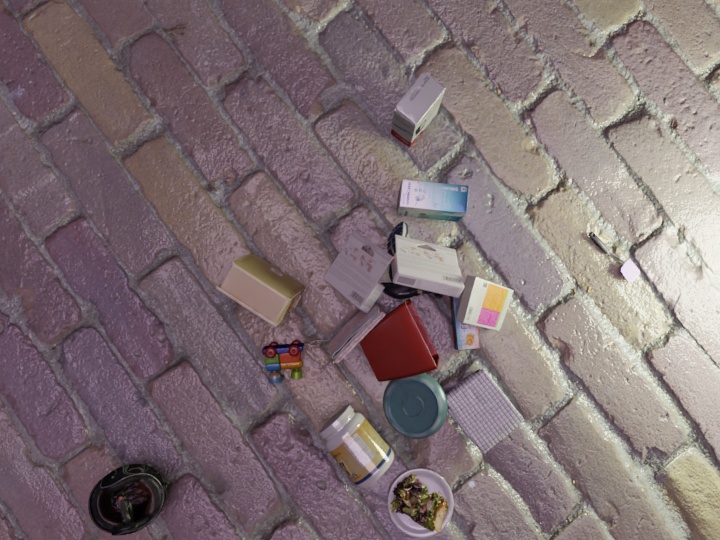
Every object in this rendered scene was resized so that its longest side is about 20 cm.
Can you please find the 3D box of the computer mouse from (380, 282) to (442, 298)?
[{"bbox_3d":[0.153,0.067,1.624,0.198,0.140,0.047,3,94,0],"label":"computer mouse"}]

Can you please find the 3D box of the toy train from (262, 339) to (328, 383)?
[{"bbox_3d":[-0.189,0.273,1.641,0.198,0.085,0.117,-4,96,0],"label":"toy train"}]

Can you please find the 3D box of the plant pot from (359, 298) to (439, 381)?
[{"bbox_3d":[0.106,0.215,1.594,0.175,0.200,0.201,-27,86,9],"label":"plant pot"}]

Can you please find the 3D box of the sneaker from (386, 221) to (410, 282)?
[{"bbox_3d":[0.134,-0.049,1.669,0.085,0.077,0.202,15,68,-31],"label":"sneaker"}]

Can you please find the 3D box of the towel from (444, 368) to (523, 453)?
[{"bbox_3d":[0.359,0.410,1.624,0.165,0.086,0.200,-40,82,5],"label":"towel"}]

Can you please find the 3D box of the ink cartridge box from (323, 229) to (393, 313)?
[{"bbox_3d":[0.000,0.000,1.607,0.200,0.045,0.177,38,96,43],"label":"ink cartridge box"}]

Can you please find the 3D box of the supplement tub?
[{"bbox_3d":[-0.014,0.507,1.587,0.144,0.144,0.200,-41,86,-3],"label":"supplement tub"}]

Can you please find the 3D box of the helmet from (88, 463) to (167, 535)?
[{"bbox_3d":[-0.660,0.649,1.557,0.199,0.190,0.202,11,70,-32],"label":"helmet"}]

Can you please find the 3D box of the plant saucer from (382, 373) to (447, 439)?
[{"bbox_3d":[0.158,0.401,1.621,0.198,0.027,0.202,0,90,19],"label":"plant saucer"}]

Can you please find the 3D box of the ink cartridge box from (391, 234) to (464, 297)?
[{"bbox_3d":[0.189,-0.014,1.579,0.198,0.177,0.045,13,127,-10],"label":"ink cartridge box"}]

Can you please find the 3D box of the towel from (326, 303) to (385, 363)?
[{"bbox_3d":[-0.018,0.174,1.589,0.200,0.191,0.032,-45,98,-3],"label":"towel"}]

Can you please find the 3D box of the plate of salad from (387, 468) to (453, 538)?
[{"bbox_3d":[0.179,0.693,1.621,0.198,0.048,0.202,0,86,1],"label":"plate of salad"}]

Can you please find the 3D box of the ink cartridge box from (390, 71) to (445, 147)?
[{"bbox_3d":[0.167,-0.474,1.631,0.083,0.200,0.146,38,87,3],"label":"ink cartridge box"}]

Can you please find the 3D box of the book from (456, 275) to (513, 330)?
[{"bbox_3d":[0.364,0.100,1.602,0.048,0.199,0.135,14,88,45],"label":"book"}]

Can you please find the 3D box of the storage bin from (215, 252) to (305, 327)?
[{"bbox_3d":[-0.281,0.048,1.599,0.199,0.199,0.094,32,103,2],"label":"storage bin"}]

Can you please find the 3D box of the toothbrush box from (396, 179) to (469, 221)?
[{"bbox_3d":[0.212,-0.208,1.638,0.198,0.146,0.086,7,85,0],"label":"toothbrush box"}]

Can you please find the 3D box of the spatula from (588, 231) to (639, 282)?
[{"bbox_3d":[0.778,-0.046,1.686,0.200,0.021,0.057,44,75,5],"label":"spatula"}]

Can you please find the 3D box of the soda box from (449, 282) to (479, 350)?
[{"bbox_3d":[0.312,0.138,1.654,0.068,0.064,0.202,-4,85,0],"label":"soda box"}]
